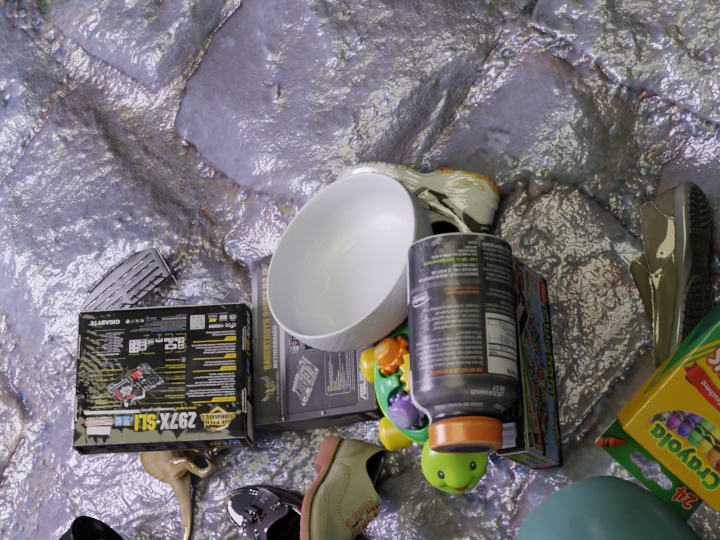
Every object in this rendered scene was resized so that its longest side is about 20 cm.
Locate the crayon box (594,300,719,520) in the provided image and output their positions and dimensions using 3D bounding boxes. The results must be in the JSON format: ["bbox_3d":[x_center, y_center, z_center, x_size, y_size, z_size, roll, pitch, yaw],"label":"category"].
[{"bbox_3d":[0.336,0.135,1.349,0.127,0.051,0.200,40,98,-4],"label":"crayon box"}]

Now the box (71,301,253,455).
[{"bbox_3d":[-0.221,0.122,1.601,0.198,0.049,0.161,-4,70,3],"label":"box"}]

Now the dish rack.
[{"bbox_3d":[-0.262,0.076,1.705,0.153,0.054,0.201,-37,69,13],"label":"dish rack"}]

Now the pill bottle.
[{"bbox_3d":[0.098,0.073,1.365,0.105,0.106,0.202,-8,72,25],"label":"pill bottle"}]

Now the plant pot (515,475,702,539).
[{"bbox_3d":[0.231,0.291,1.314,0.200,0.200,0.162,-40,49,12],"label":"plant pot"}]

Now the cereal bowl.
[{"bbox_3d":[0.000,0.000,1.509,0.199,0.083,0.202,-22,50,30],"label":"cereal bowl"}]

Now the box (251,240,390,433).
[{"bbox_3d":[-0.045,0.073,1.601,0.157,0.048,0.202,-11,70,25],"label":"box"}]

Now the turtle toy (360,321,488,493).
[{"bbox_3d":[0.081,0.133,1.465,0.144,0.101,0.202,-16,72,3],"label":"turtle toy"}]

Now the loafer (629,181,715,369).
[{"bbox_3d":[0.311,0.013,1.425,0.069,0.075,0.202,-7,69,40],"label":"loafer"}]

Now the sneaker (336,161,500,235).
[{"bbox_3d":[0.054,-0.068,1.574,0.198,0.076,0.089,6,78,30],"label":"sneaker"}]

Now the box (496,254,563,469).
[{"bbox_3d":[0.165,0.094,1.449,0.034,0.110,0.202,-11,71,24],"label":"box"}]

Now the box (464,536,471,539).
[{"bbox_3d":[0.137,0.381,1.416,0.122,0.048,0.200,-46,60,8],"label":"box"}]

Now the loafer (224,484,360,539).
[{"bbox_3d":[-0.075,0.283,1.547,0.199,0.063,0.072,22,86,31],"label":"loafer"}]

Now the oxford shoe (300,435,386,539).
[{"bbox_3d":[-0.017,0.249,1.483,0.073,0.071,0.201,0,42,12],"label":"oxford shoe"}]

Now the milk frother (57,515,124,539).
[{"bbox_3d":[-0.350,0.400,1.582,0.188,0.200,0.181,-44,64,10],"label":"milk frother"}]

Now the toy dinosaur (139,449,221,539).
[{"bbox_3d":[-0.208,0.221,1.643,0.100,0.058,0.202,-23,91,21],"label":"toy dinosaur"}]
